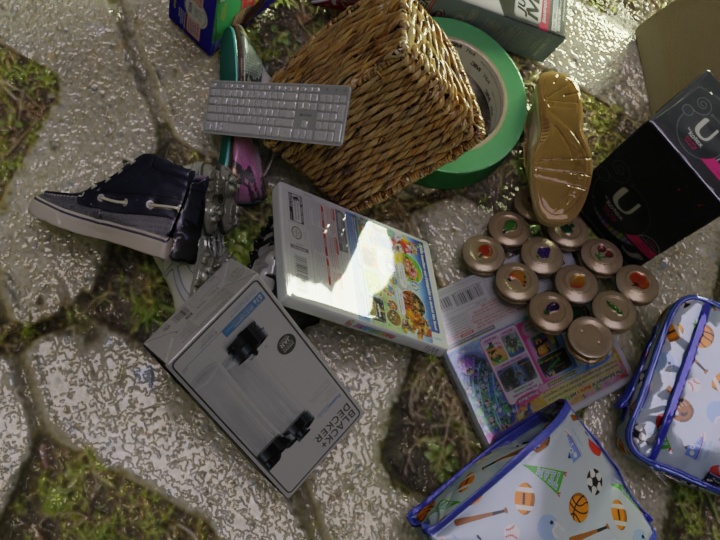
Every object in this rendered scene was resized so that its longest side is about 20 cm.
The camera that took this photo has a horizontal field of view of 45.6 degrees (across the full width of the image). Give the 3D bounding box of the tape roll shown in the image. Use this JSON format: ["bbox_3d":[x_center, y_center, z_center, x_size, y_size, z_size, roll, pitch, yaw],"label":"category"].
[{"bbox_3d":[0.096,-0.198,1.008,0.196,0.048,0.204,4,72,-12],"label":"tape roll"}]

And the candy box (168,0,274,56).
[{"bbox_3d":[-0.116,-0.360,0.948,0.077,0.169,0.200,42,69,0],"label":"candy box"}]

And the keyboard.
[{"bbox_3d":[-0.089,-0.160,0.862,0.011,0.198,0.057,15,88,-52],"label":"keyboard"}]

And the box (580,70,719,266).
[{"bbox_3d":[0.338,-0.102,0.946,0.106,0.200,0.123,-38,82,-21],"label":"box"}]

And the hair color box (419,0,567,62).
[{"bbox_3d":[0.155,-0.341,1.047,0.196,0.061,0.101,14,70,-15],"label":"hair color box"}]

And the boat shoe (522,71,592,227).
[{"bbox_3d":[0.225,-0.132,0.998,0.072,0.069,0.203,10,64,-3],"label":"boat shoe"}]

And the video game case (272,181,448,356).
[{"bbox_3d":[0.000,0.000,0.871,0.198,0.018,0.145,20,45,-31],"label":"video game case"}]

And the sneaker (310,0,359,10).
[{"bbox_3d":[-0.004,-0.326,0.962,0.110,0.200,0.073,14,99,-2],"label":"sneaker"}]

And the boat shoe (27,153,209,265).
[{"bbox_3d":[-0.236,-0.073,0.847,0.197,0.075,0.094,16,88,19],"label":"boat shoe"}]

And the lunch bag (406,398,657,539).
[{"bbox_3d":[0.172,0.250,0.834,0.199,0.124,0.171,-37,91,-11],"label":"lunch bag"}]

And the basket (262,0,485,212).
[{"bbox_3d":[0.013,-0.181,0.912,0.148,0.198,0.145,37,37,-36],"label":"basket"}]

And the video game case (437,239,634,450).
[{"bbox_3d":[0.184,0.079,0.951,0.197,0.024,0.184,-22,79,-19],"label":"video game case"}]

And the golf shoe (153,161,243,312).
[{"bbox_3d":[-0.178,-0.009,0.885,0.096,0.078,0.204,1,84,25],"label":"golf shoe"}]

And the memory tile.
[{"bbox_3d":[0.221,-0.001,0.953,0.199,0.017,0.153,41,62,19],"label":"memory tile"}]

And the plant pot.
[{"bbox_3d":[0.480,-0.257,1.040,0.196,0.177,0.204,-1,72,-12],"label":"plant pot"}]

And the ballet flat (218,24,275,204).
[{"bbox_3d":[-0.122,-0.169,0.946,0.070,0.069,0.204,6,76,-24],"label":"ballet flat"}]

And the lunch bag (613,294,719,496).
[{"bbox_3d":[0.366,0.137,0.920,0.158,0.076,0.203,23,82,6],"label":"lunch bag"}]

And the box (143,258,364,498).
[{"bbox_3d":[-0.093,0.103,0.801,0.117,0.060,0.201,-44,124,-17],"label":"box"}]

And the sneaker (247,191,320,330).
[{"bbox_3d":[-0.075,0.015,0.892,0.090,0.066,0.203,32,61,-27],"label":"sneaker"}]
